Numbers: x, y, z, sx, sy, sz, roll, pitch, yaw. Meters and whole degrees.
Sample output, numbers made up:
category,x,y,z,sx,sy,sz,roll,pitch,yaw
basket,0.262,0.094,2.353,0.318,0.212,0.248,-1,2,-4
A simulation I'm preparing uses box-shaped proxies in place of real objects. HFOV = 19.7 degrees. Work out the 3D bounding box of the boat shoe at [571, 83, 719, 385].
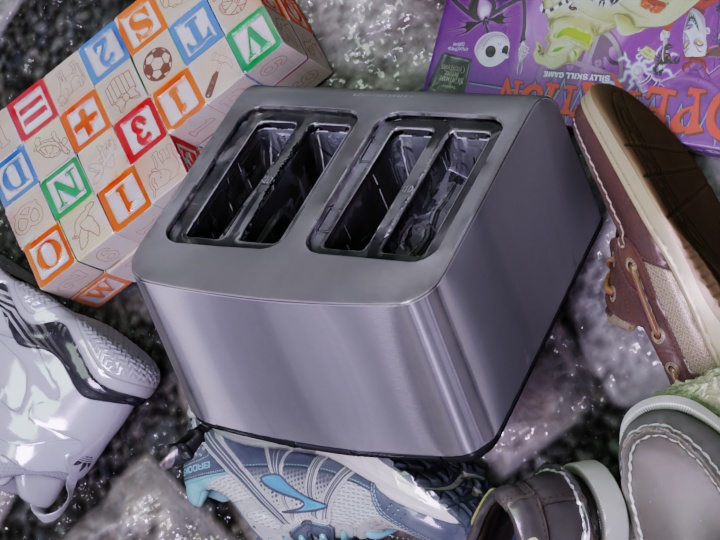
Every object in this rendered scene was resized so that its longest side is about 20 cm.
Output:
category,x,y,z,sx,sy,sz,roll,pitch,yaw
boat shoe,0.147,0.006,1.016,0.072,0.072,0.201,-34,79,30

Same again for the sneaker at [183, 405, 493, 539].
category,x,y,z,sx,sy,sz,roll,pitch,yaw
sneaker,-0.014,0.117,1.090,0.199,0.077,0.087,20,100,38

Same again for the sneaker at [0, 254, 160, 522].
category,x,y,z,sx,sy,sz,roll,pitch,yaw
sneaker,-0.216,0.058,1.204,0.199,0.075,0.116,30,91,28

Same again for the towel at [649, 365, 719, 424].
category,x,y,z,sx,sy,sz,roll,pitch,yaw
towel,0.231,0.086,0.937,0.199,0.036,0.149,-30,95,27

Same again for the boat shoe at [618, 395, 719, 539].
category,x,y,z,sx,sy,sz,roll,pitch,yaw
boat shoe,0.168,0.154,0.928,0.072,0.060,0.203,-23,96,29

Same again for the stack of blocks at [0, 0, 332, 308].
category,x,y,z,sx,sy,sz,roll,pitch,yaw
stack of blocks,-0.116,-0.085,1.192,0.199,0.058,0.116,-37,64,17

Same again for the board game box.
category,x,y,z,sx,sy,sz,roll,pitch,yaw
board game box,0.135,-0.128,1.084,0.198,0.032,0.121,11,88,30

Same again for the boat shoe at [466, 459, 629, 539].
category,x,y,z,sx,sy,sz,roll,pitch,yaw
boat shoe,0.065,0.172,0.979,0.072,0.060,0.202,56,141,44

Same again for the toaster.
category,x,y,z,sx,sy,sz,roll,pitch,yaw
toaster,0.000,0.000,1.030,0.179,0.119,0.201,5,46,31
